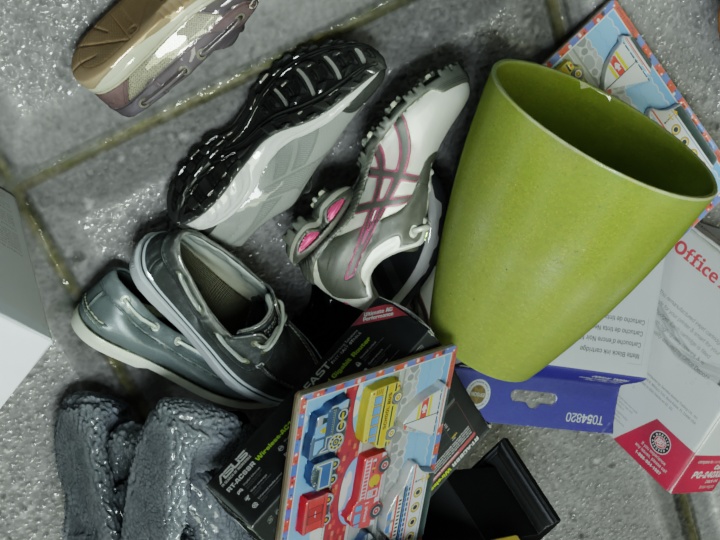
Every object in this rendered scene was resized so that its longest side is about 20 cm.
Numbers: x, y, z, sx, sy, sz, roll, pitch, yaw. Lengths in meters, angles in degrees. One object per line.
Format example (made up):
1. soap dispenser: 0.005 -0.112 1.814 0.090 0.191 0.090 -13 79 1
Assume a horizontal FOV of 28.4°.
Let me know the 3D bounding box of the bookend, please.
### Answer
1. bookend: 0.032 0.243 1.211 0.199 0.092 0.199 4 136 -51

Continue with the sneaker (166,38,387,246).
1. sneaker: -0.057 -0.097 1.085 0.200 0.074 0.079 -41 138 13

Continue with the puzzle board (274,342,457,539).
1. puzzle board: 0.003 0.158 1.041 0.150 0.017 0.202 -14 125 -38

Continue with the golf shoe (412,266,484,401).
1. golf shoe: 0.087 0.069 1.232 0.076 0.088 0.202 -2 120 -19

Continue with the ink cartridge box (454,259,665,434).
1. ink cartridge box: 0.169 0.038 1.216 0.198 0.040 0.202 8 92 -31

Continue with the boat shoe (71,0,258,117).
1. boat shoe: -0.112 -0.185 1.004 0.200 0.072 0.065 -40 139 2

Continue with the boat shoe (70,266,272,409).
1. boat shoe: -0.130 0.054 1.142 0.199 0.073 0.062 23 114 -27

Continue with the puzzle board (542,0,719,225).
1. puzzle board: 0.209 -0.095 1.169 0.151 0.017 0.200 -43 113 -4

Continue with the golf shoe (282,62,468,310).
1. golf shoe: 0.030 -0.065 1.096 0.088 0.077 0.201 39 98 7

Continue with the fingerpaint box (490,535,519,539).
1. fingerpaint box: 0.034 0.292 1.113 0.199 0.074 0.167 2 136 -49

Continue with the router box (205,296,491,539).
1. router box: -0.004 0.141 1.084 0.200 0.062 0.150 -46 138 -13

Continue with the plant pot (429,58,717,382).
1. plant pot: 0.136 -0.023 1.070 0.186 0.188 0.201 13 118 -28

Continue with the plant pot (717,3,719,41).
1. plant pot: 0.399 -0.169 1.156 0.199 0.201 0.140 -32 143 0

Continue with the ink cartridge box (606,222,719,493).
1. ink cartridge box: 0.301 0.076 1.278 0.083 0.145 0.201 8 119 -44

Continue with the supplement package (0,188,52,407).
1. supplement package: -0.323 0.018 0.959 0.151 0.200 0.151 31 105 -34

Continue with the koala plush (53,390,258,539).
1. koala plush: -0.125 0.187 1.166 0.199 0.176 0.186 -1 91 -48

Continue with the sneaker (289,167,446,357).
1. sneaker: 0.000 0.000 1.161 0.082 0.072 0.201 15 114 -28

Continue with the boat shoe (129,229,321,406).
1. boat shoe: -0.091 0.042 1.103 0.200 0.071 0.073 40 61 -27
